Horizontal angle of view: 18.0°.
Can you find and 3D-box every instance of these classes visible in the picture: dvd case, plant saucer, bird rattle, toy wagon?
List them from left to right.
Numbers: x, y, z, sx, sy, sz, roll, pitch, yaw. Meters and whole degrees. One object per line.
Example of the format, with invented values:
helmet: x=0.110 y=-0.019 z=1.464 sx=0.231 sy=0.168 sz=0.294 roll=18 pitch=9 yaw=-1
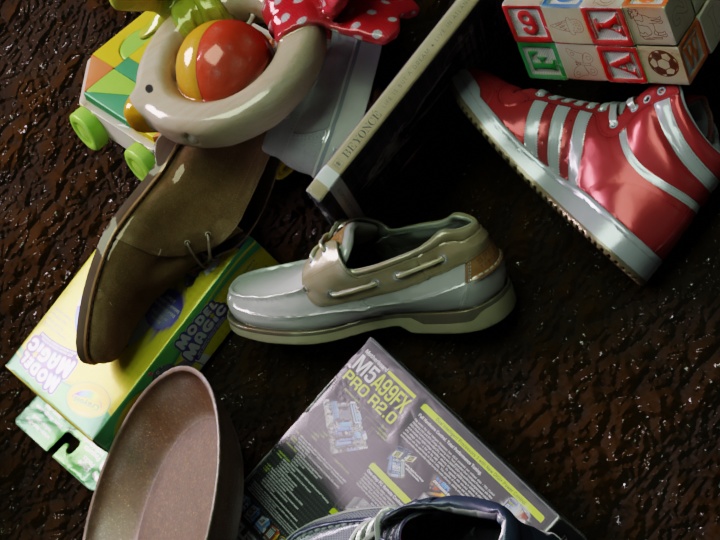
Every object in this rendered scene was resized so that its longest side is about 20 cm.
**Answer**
plant saucer: x=-0.122 y=0.161 z=1.431 sx=0.200 sy=0.036 sz=0.202 roll=-41 pitch=40 yaw=47
toy wagon: x=-0.107 y=-0.125 z=1.597 sx=0.155 sy=0.040 sz=0.200 roll=-42 pitch=46 yaw=-18
bird rattle: x=-0.070 y=-0.145 z=1.466 sx=0.199 sy=0.113 sz=0.164 roll=11 pitch=63 yaw=23
dvd case: x=0.039 y=-0.114 z=1.460 sx=0.016 sy=0.149 sz=0.200 roll=37 pitch=88 yaw=9

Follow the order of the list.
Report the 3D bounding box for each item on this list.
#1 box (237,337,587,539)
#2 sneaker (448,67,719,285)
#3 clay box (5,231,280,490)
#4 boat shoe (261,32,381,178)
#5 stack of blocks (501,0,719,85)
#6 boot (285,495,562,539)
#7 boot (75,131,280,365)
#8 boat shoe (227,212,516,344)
box: x=0.019 y=0.159 z=1.375 sx=0.160 sy=0.044 sz=0.200 roll=-48 pitch=49 yaw=0
sneaker: x=0.147 y=-0.091 z=1.415 sx=0.113 sy=0.071 sz=0.200 roll=-48 pitch=56 yaw=6
clay box: x=-0.158 y=0.042 z=1.557 sx=0.115 sy=0.048 sz=0.200 roll=32 pitch=82 yaw=42
boat shoe: x=-0.028 y=-0.137 z=1.527 sx=0.072 sy=0.068 sz=0.201 roll=116 pitch=169 yaw=-48
stack of blocks: x=0.187 y=-0.203 z=1.417 sx=0.114 sy=0.059 sz=0.200 roll=5 pitch=46 yaw=36
boot: x=0.020 y=0.156 z=1.285 sx=0.199 sy=0.090 sz=0.073 roll=-5 pitch=62 yaw=31
boot: x=-0.121 y=-0.020 z=1.500 sx=0.075 sy=0.074 sz=0.201 roll=27 pitch=85 yaw=13
boat shoe: x=0.000 y=0.000 z=1.448 sx=0.198 sy=0.069 sz=0.075 roll=-6 pitch=29 yaw=25
